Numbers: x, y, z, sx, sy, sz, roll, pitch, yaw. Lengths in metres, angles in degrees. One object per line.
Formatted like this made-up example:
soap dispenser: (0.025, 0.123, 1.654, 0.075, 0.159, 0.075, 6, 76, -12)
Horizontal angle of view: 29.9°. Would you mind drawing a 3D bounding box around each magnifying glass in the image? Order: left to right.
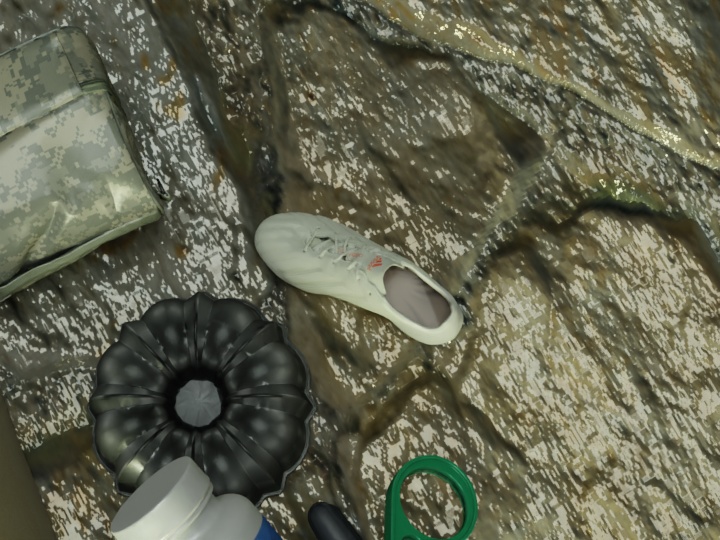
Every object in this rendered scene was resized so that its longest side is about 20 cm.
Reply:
magnifying glass: (0.036, 0.231, 1.086, 0.079, 0.022, 0.201, 35, 47, -1)

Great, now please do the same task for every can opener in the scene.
can opener: (0.017, 0.275, 1.099, 0.078, 0.063, 0.201, -30, 80, -8)

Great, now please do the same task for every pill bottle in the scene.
pill bottle: (-0.101, 0.247, 1.046, 0.112, 0.112, 0.201, -42, 104, -11)

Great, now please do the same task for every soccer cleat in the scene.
soccer cleat: (0.000, 0.000, 1.157, 0.198, 0.078, 0.070, 27, 77, 5)

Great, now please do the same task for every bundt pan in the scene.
bundt pan: (-0.135, 0.110, 1.129, 0.198, 0.076, 0.205, 1, 76, -2)

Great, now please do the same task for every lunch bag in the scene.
lunch bag: (-0.279, -0.080, 1.136, 0.198, 0.139, 0.169, -27, 78, -7)

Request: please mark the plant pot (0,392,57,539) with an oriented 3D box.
plant pot: (-0.373, 0.180, 1.052, 0.198, 0.177, 0.202, -24, 78, -6)
